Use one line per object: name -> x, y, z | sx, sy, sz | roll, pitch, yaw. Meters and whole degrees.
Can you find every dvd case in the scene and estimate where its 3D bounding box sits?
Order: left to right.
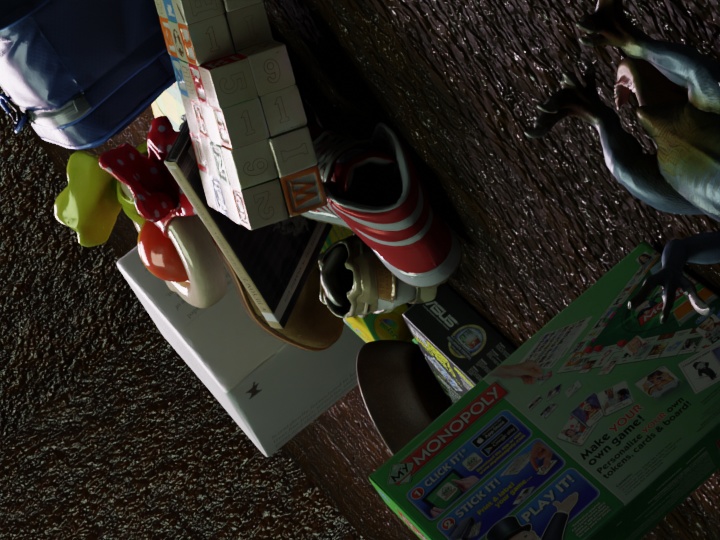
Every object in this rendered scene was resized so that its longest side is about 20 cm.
dvd case -> -0.075, -0.075, 1.740 | 0.016, 0.149, 0.200 | 4, 144, 31

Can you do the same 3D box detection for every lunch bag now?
lunch bag -> -0.191, -0.177, 1.696 | 0.133, 0.200, 0.136 | 52, 166, -23

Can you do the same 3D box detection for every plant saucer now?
plant saucer -> 0.075, 0.133, 1.930 | 0.200, 0.037, 0.201 | 43, -158, -21

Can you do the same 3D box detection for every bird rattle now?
bird rattle -> -0.151, -0.047, 1.820 | 0.200, 0.112, 0.164 | 2, 125, 61

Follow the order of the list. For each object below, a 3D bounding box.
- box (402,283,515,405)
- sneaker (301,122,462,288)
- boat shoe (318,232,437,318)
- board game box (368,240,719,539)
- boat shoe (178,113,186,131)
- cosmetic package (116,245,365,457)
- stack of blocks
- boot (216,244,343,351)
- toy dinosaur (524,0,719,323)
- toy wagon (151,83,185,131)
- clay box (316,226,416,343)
box -> 0.127, 0.119, 1.788 | 0.200, 0.044, 0.161 | 43, 168, 41
sneaker -> -0.015, -0.073, 1.637 | 0.200, 0.071, 0.113 | 35, 168, 36
boat shoe -> 0.000, 0.000, 1.797 | 0.200, 0.068, 0.075 | 163, 100, -74
board game box -> 0.117, 0.083, 1.176 | 0.135, 0.200, 0.029 | 41, 168, 50
boat shoe -> -0.112, -0.110, 1.823 | 0.072, 0.068, 0.201 | -22, -93, -54
cosmetic package -> -0.106, 0.041, 2.264 | 0.200, 0.165, 0.165 | 48, 171, 28
stack of blocks -> -0.090, -0.139, 1.574 | 0.115, 0.058, 0.202 | -152, 45, -69
boot -> -0.063, 0.000, 1.916 | 0.075, 0.074, 0.200 | 1, 141, 42
toy dinosaur -> 0.164, -0.049, 0.933 | 0.181, 0.105, 0.200 | 36, -155, 15
toy wagon -> -0.124, -0.129, 1.928 | 0.200, 0.039, 0.156 | 42, 149, 48
clay box -> -0.016, -0.005, 1.995 | 0.115, 0.047, 0.201 | 42, 165, 48
